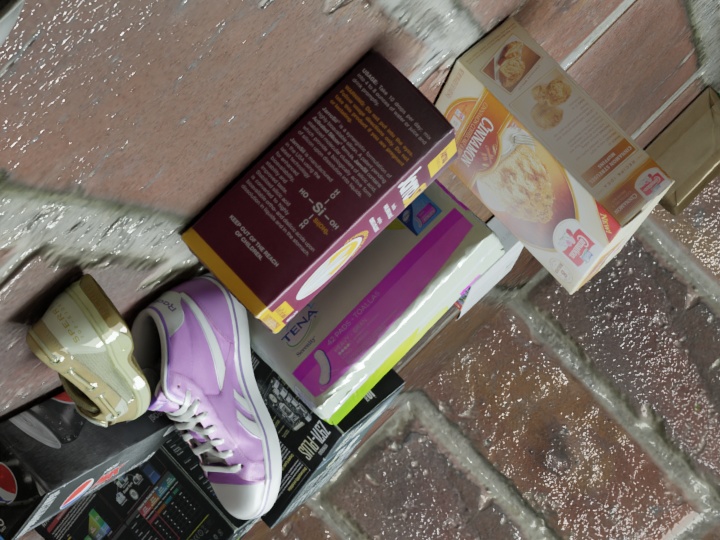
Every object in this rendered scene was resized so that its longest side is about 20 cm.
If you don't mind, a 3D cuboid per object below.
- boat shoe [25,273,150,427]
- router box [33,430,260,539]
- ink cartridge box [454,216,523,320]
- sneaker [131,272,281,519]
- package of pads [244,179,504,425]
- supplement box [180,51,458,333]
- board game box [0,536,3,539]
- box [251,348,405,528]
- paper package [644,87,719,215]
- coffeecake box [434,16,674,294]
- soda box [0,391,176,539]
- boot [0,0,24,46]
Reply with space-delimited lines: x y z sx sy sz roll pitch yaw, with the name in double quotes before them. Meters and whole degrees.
"boat shoe" -0.190 0.066 1.485 0.063 0.073 0.201 -35 167 -13
"router box" -0.191 0.221 1.946 0.062 0.150 0.200 -32 166 -52
"ink cartridge box" 0.155 -0.006 2.805 0.109 0.050 0.200 -43 172 -13
"sneaker" -0.131 0.112 1.669 0.072 0.201 0.114 -5 -165 37
"package of pads" -0.010 -0.002 1.710 0.200 0.154 0.068 -46 158 -1
"supplement box" -0.027 -0.056 1.595 0.200 0.086 0.110 -44 171 -2
"board game box" -0.365 0.288 1.778 0.200 0.056 0.196 -42 172 -10
"box" -0.074 0.106 1.892 0.086 0.164 0.200 -37 168 -36
"paper package" 0.544 -0.193 3.529 0.191 0.103 0.200 -46 171 5
"coffeecake box" 0.158 -0.097 1.868 0.073 0.200 0.154 -40 170 -24
"soda box" -0.220 0.134 1.653 0.063 0.071 0.200 -47 171 28
"boot" -0.217 -0.035 0.866 0.200 0.073 0.182 -43 -172 46
